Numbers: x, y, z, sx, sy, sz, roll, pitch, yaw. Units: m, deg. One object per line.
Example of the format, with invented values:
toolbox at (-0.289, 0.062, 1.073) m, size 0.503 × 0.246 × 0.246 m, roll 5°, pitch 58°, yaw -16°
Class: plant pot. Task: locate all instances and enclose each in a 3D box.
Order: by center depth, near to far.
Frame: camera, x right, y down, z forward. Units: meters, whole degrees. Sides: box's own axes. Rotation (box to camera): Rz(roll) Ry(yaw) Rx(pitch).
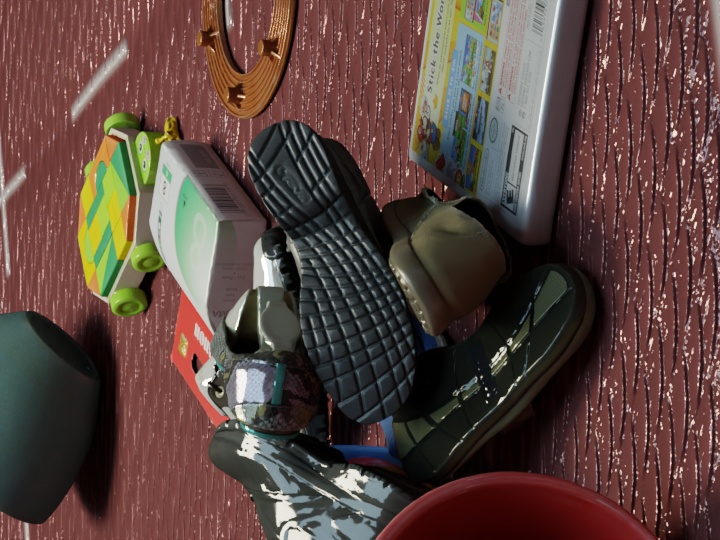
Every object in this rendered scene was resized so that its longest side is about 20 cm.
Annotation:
plant pot at (0.073, 0.233, 1.396) m, size 0.177 × 0.200 × 0.201 m, roll 117°, pitch 147°, yaw -62°
plant pot at (-0.320, 0.116, 2.339) m, size 0.135 × 0.200 × 0.200 m, roll -47°, pitch 35°, yaw 8°

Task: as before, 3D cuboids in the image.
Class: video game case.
video game case at (0.086, -0.138, 1.565) m, size 0.182 × 0.023 × 0.201 m, roll -138°, pitch 52°, yaw -60°

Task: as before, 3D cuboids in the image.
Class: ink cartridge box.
ink cartridge box at (-0.134, 0.016, 2.048) m, size 0.161 × 0.050 × 0.201 m, roll -129°, pitch 47°, yaw -57°

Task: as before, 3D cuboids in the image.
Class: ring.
ring at (-0.094, -0.220, 1.994) m, size 0.200 × 0.019 × 0.201 m, roll -179°, pitch 90°, yaw -68°

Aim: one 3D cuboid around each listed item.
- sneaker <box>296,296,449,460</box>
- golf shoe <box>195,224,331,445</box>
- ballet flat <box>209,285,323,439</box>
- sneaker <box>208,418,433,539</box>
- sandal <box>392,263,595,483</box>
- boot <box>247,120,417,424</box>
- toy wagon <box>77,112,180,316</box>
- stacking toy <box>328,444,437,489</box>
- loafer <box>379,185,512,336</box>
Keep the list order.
sneaker at (0.001, 0.046, 1.674) m, size 0.079 × 0.089 × 0.200 m, roll 112°, pitch 149°, yaw -42°
golf shoe at (-0.072, 0.060, 1.768) m, size 0.078 × 0.094 × 0.201 m, roll -85°, pitch -8°, yaw -58°
ballet flat at (-0.057, 0.047, 1.613) m, size 0.200 × 0.072 × 0.072 m, roll -117°, pitch 33°, yaw -74°
sneaker at (-0.033, 0.150, 1.562) m, size 0.200 × 0.076 × 0.091 m, roll 21°, pitch 91°, yaw 48°
sandal at (0.085, 0.070, 1.528) m, size 0.201 × 0.057 × 0.080 m, roll -40°, pitch 50°, yaw 41°
boot at (0.000, 0.000, 1.593) m, size 0.132 × 0.070 × 0.201 m, roll 20°, pitch -128°, yaw -74°
toy wagon at (-0.204, -0.063, 2.219) m, size 0.200 × 0.039 × 0.156 m, roll 120°, pitch 143°, yaw -49°
stacking toy at (0.039, 0.178, 1.591) m, size 0.200 × 0.109 × 0.116 m, roll 6°, pitch 93°, yaw 56°
loafer at (0.057, -0.009, 1.554) m, size 0.200 × 0.067 × 0.076 m, roll -97°, pitch -17°, yaw -75°
